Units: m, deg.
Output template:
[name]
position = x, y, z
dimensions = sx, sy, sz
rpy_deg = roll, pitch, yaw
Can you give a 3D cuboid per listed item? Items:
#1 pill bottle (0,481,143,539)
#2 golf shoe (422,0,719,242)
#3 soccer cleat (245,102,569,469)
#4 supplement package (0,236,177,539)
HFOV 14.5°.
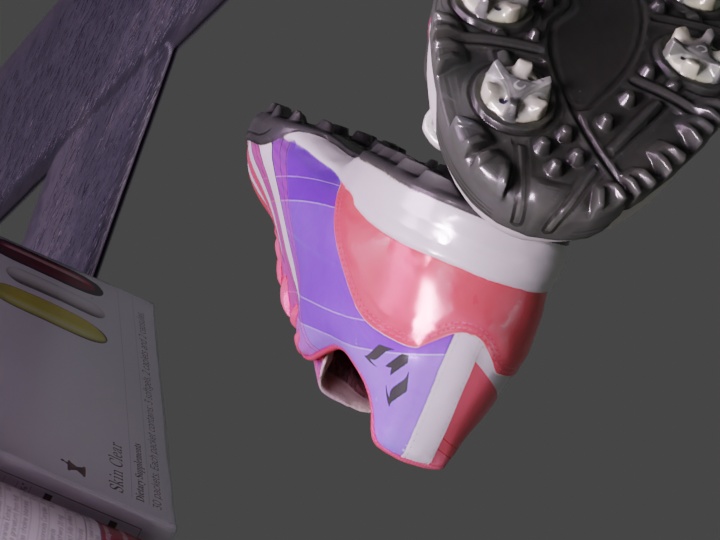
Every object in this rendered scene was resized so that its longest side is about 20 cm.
[pill bottle]
position = -0.160, 0.109, 0.914
dimensions = 0.110, 0.199, 0.110
rpy_deg = -57, 18, 30
[golf shoe]
position = 0.051, -0.053, 0.724
dimensions = 0.200, 0.077, 0.088
rpy_deg = -77, 6, -56
[soccer cleat]
position = 0.000, 0.000, 0.804
dimensions = 0.073, 0.068, 0.200
rpy_deg = -69, 18, 3
[supplement package]
position = -0.156, 0.093, 1.090
dimensions = 0.156, 0.111, 0.200
rpy_deg = -61, 17, 17
